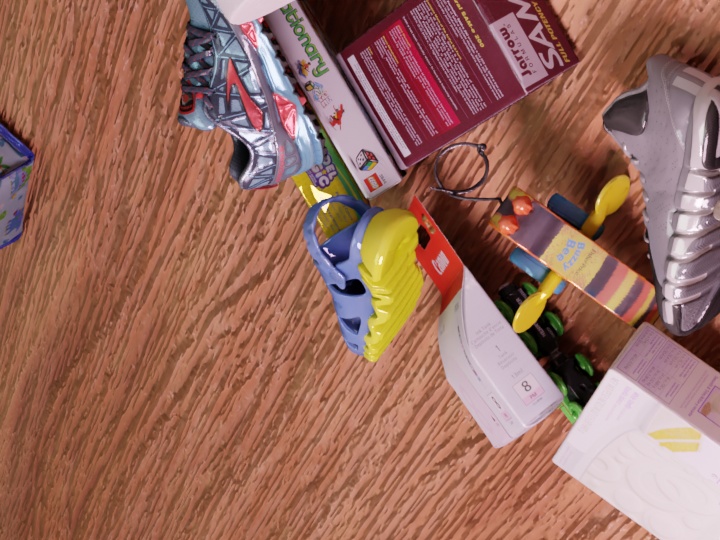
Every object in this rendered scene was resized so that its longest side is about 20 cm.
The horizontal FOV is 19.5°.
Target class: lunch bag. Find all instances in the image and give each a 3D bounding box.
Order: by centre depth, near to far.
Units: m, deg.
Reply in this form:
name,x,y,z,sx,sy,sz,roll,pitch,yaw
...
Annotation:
name,x,y,z,sx,sy,sz,roll,pitch,yaw
lunch bag,-0.467,-0.119,2.339,0.200,0.127,0.170,39,147,12

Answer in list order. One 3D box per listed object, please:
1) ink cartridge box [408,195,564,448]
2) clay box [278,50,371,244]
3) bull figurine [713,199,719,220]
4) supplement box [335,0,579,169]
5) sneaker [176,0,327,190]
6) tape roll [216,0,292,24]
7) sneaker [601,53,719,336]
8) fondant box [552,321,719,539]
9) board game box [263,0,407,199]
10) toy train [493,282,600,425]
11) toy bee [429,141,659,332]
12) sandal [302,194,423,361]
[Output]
name,x,y,z,sx,sy,sz,roll,pitch,yaw
ink cartridge box,0.081,0.047,1.718,0.200,0.057,0.163,50,170,5
clay box,-0.058,-0.130,1.733,0.201,0.047,0.115,61,-176,-19
bull figurine,0.317,-0.024,1.301,0.200,0.121,0.066,25,101,53
supplement box,0.069,-0.160,1.581,0.109,0.061,0.200,60,151,-2
sneaker,-0.104,-0.148,1.613,0.201,0.095,0.079,61,173,-19
tape roll,-0.028,-0.258,1.497,0.071,0.202,0.202,56,150,0
sneaker,0.214,-0.061,1.462,0.115,0.075,0.201,36,134,40
fondant box,0.255,0.148,1.552,0.199,0.058,0.145,35,145,9
board game box,-0.027,-0.153,1.691,0.201,0.034,0.126,60,-175,-3
toy train,0.170,0.096,1.691,0.200,0.042,0.056,54,160,7
toy bee,0.133,-0.018,1.537,0.199,0.132,0.109,15,-178,10
sandal,0.000,0.000,1.699,0.087,0.080,0.200,26,150,17
